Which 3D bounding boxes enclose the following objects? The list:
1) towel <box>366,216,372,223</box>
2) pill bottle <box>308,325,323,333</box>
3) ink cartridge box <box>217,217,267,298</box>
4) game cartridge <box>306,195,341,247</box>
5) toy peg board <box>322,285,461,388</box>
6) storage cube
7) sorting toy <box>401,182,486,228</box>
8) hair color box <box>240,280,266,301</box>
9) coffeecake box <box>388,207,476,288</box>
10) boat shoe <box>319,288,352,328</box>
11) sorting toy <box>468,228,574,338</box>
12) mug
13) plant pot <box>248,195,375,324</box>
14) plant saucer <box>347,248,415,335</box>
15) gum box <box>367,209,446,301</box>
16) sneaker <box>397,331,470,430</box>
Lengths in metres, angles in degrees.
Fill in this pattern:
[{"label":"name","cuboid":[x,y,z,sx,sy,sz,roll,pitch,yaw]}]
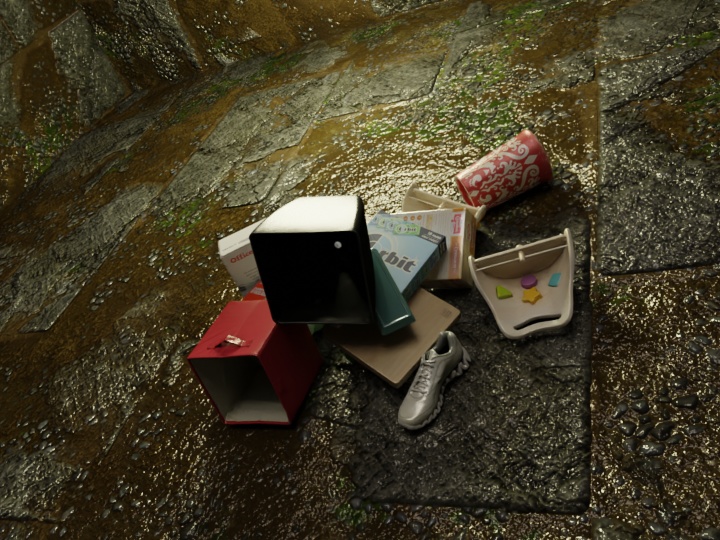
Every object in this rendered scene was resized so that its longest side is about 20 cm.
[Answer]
[{"label":"towel","cuboid":[0.017,-0.103,1.635,0.131,0.035,0.199,-5,18,-38]},{"label":"pill bottle","cuboid":[-0.112,0.065,1.503,0.111,0.113,0.201,-3,40,29]},{"label":"ink cartridge box","cuboid":[-0.225,-0.005,1.587,0.144,0.202,0.085,-25,34,-2]},{"label":"game cartridge","cuboid":[-0.117,-0.070,1.654,0.134,0.040,0.201,-54,51,25]},{"label":"toy peg board","cuboid":[0.067,0.130,1.341,0.198,0.099,0.200,30,62,33]},{"label":"storage cube","cuboid":[-0.201,0.176,1.340,0.168,0.202,0.181,-6,32,26]},{"label":"sorting toy","cuboid":[0.167,-0.079,1.542,0.198,0.107,0.181,23,69,33]},{"label":"hair color box","cuboid":[-0.232,0.119,1.507,0.063,0.112,0.201,9,47,39]},{"label":"coffeecake box","cuboid":[0.143,-0.044,1.461,0.197,0.073,0.156,-2,73,30]},{"label":"boat shoe","cuboid":[-0.077,0.055,1.360,0.063,0.071,0.199,-40,36,-18]},{"label":"sorting toy","cuboid":[0.319,0.042,1.275,0.197,0.107,0.182,-16,44,17]},{"label":"mug","cuboid":[0.338,-0.217,1.619,0.198,0.178,0.135,-29,70,1]},{"label":"plant pot","cuboid":[-0.066,-0.033,1.253,0.196,0.203,0.178,0,35,15]},{"label":"plant saucer","cuboid":[0.035,0.034,1.298,0.069,0.019,0.201,-23,51,-5]},{"label":"gum box","cuboid":[0.054,-0.019,1.378,0.168,0.045,0.201,24,60,29]},{"label":"sneaker","cuboid":[0.123,0.194,1.213,0.074,0.082,0.201,10,49,38]}]
